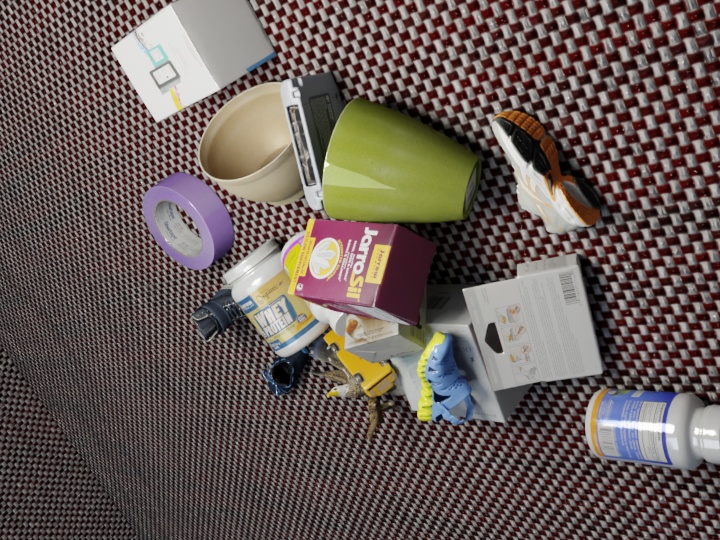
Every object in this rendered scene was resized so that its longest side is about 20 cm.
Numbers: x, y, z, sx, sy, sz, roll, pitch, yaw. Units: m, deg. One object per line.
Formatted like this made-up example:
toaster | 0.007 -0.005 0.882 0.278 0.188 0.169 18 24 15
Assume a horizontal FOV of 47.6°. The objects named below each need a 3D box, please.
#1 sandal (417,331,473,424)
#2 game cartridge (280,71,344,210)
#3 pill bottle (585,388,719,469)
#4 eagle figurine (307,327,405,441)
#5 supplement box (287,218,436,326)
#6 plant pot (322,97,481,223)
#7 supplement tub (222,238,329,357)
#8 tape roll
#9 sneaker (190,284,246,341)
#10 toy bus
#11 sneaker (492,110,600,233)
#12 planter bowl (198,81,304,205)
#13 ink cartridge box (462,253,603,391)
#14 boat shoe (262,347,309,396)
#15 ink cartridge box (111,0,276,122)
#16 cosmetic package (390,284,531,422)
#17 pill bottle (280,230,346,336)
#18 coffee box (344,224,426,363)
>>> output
sandal | 0.140 0.176 1.299 0.087 0.080 0.200 19 141 25
game cartridge | -0.059 -0.206 1.283 0.041 0.133 0.200 -7 103 26
pill bottle | 0.452 0.238 1.227 0.200 0.112 0.112 -4 120 43
eagle figurine | -0.015 0.216 1.634 0.152 0.151 0.200 -50 53 16
supplement box | 0.000 0.000 1.258 0.200 0.131 0.103 6 166 45
plant pot | 0.072 -0.145 1.215 0.200 0.187 0.187 15 133 16
supplement tub | -0.159 0.052 1.592 0.200 0.145 0.145 53 141 -8
tape roll | -0.360 -0.102 1.708 0.200 0.066 0.200 24 135 26
sneaker | -0.265 0.092 1.724 0.202 0.146 0.077 -3 119 41
toy bus | 0.002 0.164 1.493 0.078 0.065 0.200 58 172 -36
sneaker | 0.239 -0.128 1.143 0.200 0.076 0.092 51 145 -4
planter bowl | -0.150 -0.194 1.364 0.200 0.200 0.135 12 157 35
ink cartridge box | 0.267 0.083 1.260 0.176 0.045 0.200 -12 117 16
boat shoe | -0.177 0.223 1.813 0.084 0.069 0.200 38 140 11
ink cartridge box | -0.276 -0.362 1.348 0.200 0.147 0.146 -10 116 47
cosmetic package | 0.161 0.138 1.398 0.199 0.123 0.200 -1 123 43
pill bottle | -0.058 0.023 1.453 0.200 0.104 0.104 54 150 38
coffee box | 0.043 0.037 1.339 0.114 0.200 0.080 -19 145 35
